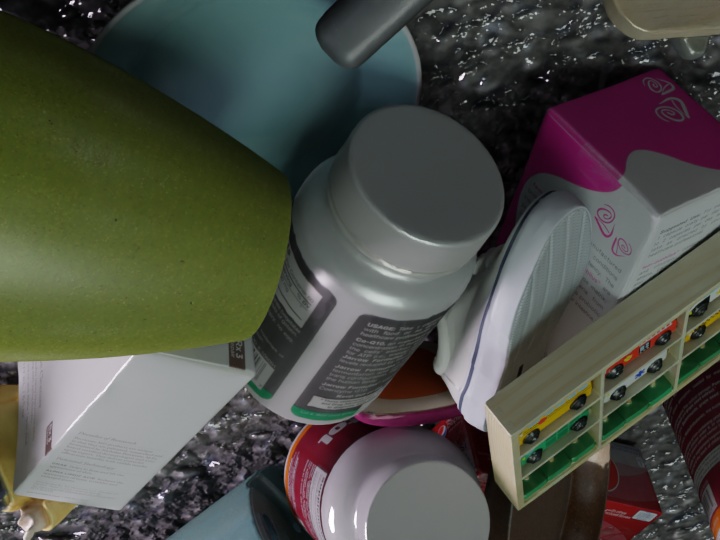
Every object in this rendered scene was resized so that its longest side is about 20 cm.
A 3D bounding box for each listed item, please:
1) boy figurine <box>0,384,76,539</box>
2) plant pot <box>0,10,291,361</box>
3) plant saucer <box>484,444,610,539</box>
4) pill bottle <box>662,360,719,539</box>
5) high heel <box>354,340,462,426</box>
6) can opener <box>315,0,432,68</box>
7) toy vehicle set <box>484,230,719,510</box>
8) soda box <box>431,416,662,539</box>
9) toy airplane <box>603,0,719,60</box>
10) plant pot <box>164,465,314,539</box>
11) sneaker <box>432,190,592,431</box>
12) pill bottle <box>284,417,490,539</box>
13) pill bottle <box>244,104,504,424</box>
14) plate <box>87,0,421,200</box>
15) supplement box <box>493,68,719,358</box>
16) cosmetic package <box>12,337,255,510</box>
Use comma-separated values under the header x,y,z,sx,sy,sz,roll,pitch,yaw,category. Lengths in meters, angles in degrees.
x,y,z,sx,sy,sz,roll,pitch,yaw,category
-0.237,0.125,0.949,0.200,0.124,0.065,-15,147,-51,boy figurine
-0.144,-0.030,0.716,0.199,0.188,0.187,13,133,-20,plant pot
0.134,0.165,1.011,0.034,0.201,0.200,8,149,29,plant saucer
0.277,0.104,0.992,0.109,0.201,0.110,-8,140,-6,pill bottle
0.061,0.095,0.983,0.199,0.067,0.096,-13,137,-38,high heel
0.045,-0.191,0.700,0.200,0.053,0.067,-40,101,16,can opener
0.165,0.059,0.856,0.200,0.027,0.124,-35,152,-10,toy vehicle set
0.147,0.169,1.132,0.199,0.070,0.063,17,132,-31,soda box
0.241,-0.163,0.724,0.200,0.141,0.200,33,90,-25,toy airplane
-0.095,0.270,1.104,0.196,0.201,0.200,-43,132,19,plant pot
0.080,0.020,0.845,0.073,0.071,0.200,-32,152,-35,sneaker
0.019,0.159,0.977,0.112,0.114,0.200,0,-178,-15,pill bottle
0.000,0.000,0.827,0.113,0.114,0.200,7,146,-22,pill bottle
-0.064,-0.102,0.798,0.199,0.026,0.201,-8,140,-6,plate
0.155,-0.012,0.880,0.103,0.101,0.200,-23,148,-30,supplement box
-0.146,0.058,0.874,0.081,0.113,0.200,13,139,-28,cosmetic package
